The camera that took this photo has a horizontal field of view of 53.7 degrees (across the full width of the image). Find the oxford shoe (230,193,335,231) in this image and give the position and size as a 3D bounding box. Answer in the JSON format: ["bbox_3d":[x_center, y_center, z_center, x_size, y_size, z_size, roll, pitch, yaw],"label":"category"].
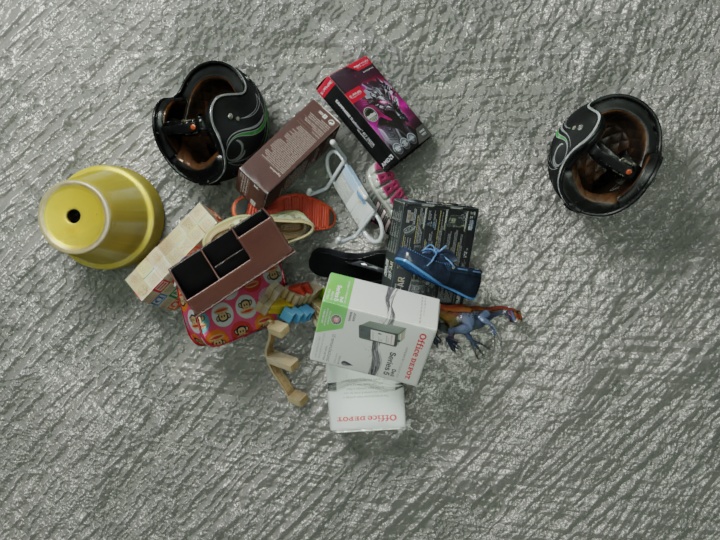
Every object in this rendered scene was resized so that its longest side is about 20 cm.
[{"bbox_3d":[-0.148,-0.108,1.360,0.199,0.073,0.071,6,80,-15],"label":"oxford shoe"}]

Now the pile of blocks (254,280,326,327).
[{"bbox_3d":[-0.092,0.055,1.308,0.200,0.082,0.062,-3,137,-34],"label":"pile of blocks"}]

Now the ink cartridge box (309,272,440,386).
[{"bbox_3d":[0.025,0.103,1.239,0.199,0.084,0.146,14,128,0],"label":"ink cartridge box"}]

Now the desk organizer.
[{"bbox_3d":[-0.220,-0.016,1.203,0.200,0.072,0.077,-34,116,-6],"label":"desk organizer"}]

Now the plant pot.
[{"bbox_3d":[-0.488,-0.098,1.307,0.200,0.189,0.201,0,93,3],"label":"plant pot"}]

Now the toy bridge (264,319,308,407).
[{"bbox_3d":[-0.149,0.171,1.347,0.067,0.027,0.200,16,132,33],"label":"toy bridge"}]

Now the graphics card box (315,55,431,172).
[{"bbox_3d":[0.027,-0.290,1.308,0.200,0.125,0.051,51,137,-2],"label":"graphics card box"}]

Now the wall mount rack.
[{"bbox_3d":[-0.024,-0.140,1.270,0.074,0.174,0.200,-22,73,-32],"label":"wall mount rack"}]

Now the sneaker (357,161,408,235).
[{"bbox_3d":[0.047,-0.108,1.345,0.087,0.074,0.200,-12,117,39],"label":"sneaker"}]

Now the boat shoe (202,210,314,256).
[{"bbox_3d":[-0.183,-0.066,1.273,0.200,0.063,0.073,-17,108,-17],"label":"boat shoe"}]

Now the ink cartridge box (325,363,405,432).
[{"bbox_3d":[0.010,0.198,1.359,0.144,0.084,0.201,-3,93,3],"label":"ink cartridge box"}]

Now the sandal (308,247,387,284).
[{"bbox_3d":[0.000,0.001,1.354,0.200,0.043,0.076,2,125,8],"label":"sandal"}]

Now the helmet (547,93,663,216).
[{"bbox_3d":[0.430,-0.205,1.256,0.199,0.191,0.200,10,127,13],"label":"helmet"}]

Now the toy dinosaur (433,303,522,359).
[{"bbox_3d":[0.216,0.086,1.317,0.181,0.105,0.200,-35,107,-32],"label":"toy dinosaur"}]

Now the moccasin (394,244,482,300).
[{"bbox_3d":[0.140,-0.009,1.266,0.200,0.080,0.068,25,89,-42],"label":"moccasin"}]

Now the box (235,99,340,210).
[{"bbox_3d":[-0.133,-0.208,1.295,0.075,0.100,0.200,41,69,0],"label":"box"}]

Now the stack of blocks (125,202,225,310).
[{"bbox_3d":[-0.327,-0.022,1.336,0.200,0.115,0.059,-45,70,4],"label":"stack of blocks"}]

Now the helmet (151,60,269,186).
[{"bbox_3d":[-0.258,-0.268,1.286,0.200,0.191,0.200,15,131,17],"label":"helmet"}]

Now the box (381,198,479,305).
[{"bbox_3d":[0.126,-0.026,1.314,0.160,0.044,0.201,2,104,-24],"label":"box"}]

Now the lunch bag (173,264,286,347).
[{"bbox_3d":[-0.236,0.037,1.317,0.200,0.082,0.177,-17,95,-33],"label":"lunch bag"}]
